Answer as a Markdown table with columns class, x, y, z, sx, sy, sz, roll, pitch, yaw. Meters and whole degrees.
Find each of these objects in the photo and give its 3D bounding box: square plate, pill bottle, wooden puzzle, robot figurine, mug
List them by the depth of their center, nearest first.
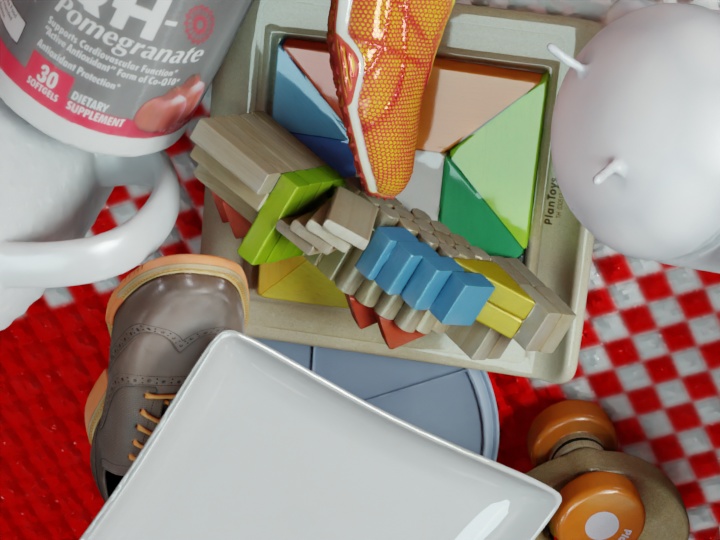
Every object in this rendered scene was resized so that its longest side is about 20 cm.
| class | x | y | z | sx | sy | sz | roll | pitch | yaw |
| --- | --- | --- | --- | --- | --- | --- | --- | --- | --- |
| robot figurine | 0.165 | -0.055 | 1.088 | 0.200 | 0.170 | 0.113 | 8 | 131 | -38 |
| pill bottle | -0.093 | -0.159 | 1.128 | 0.111 | 0.111 | 0.200 | 29 | 124 | -3 |
| mug | -0.186 | -0.034 | 1.192 | 0.200 | 0.175 | 0.148 | 4 | 122 | 13 |
| wooden puzzle | 0.017 | -0.041 | 1.195 | 0.200 | 0.037 | 0.185 | 10 | 111 | 11 |
| square plate | -0.035 | 0.139 | 1.216 | 0.200 | 0.028 | 0.198 | 27 | 112 | -19 |

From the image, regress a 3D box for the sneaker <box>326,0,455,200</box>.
| class | x | y | z | sx | sy | sz | roll | pitch | yaw |
| --- | --- | --- | --- | --- | --- | --- | --- | --- | --- |
| sneaker | 0.022 | -0.128 | 1.116 | 0.077 | 0.073 | 0.200 | 0 | 108 | -5 |

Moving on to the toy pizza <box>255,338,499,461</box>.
| class | x | y | z | sx | sy | sz | roll | pitch | yaw |
| --- | --- | --- | --- | --- | --- | --- | --- | --- | --- |
| toy pizza | -0.023 | 0.071 | 1.298 | 0.200 | 0.032 | 0.201 | 7 | 119 | 12 |

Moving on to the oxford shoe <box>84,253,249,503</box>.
| class | x | y | z | sx | sy | sz | roll | pitch | yaw |
| --- | --- | --- | --- | --- | --- | --- | --- | --- | --- |
| oxford shoe | -0.094 | 0.062 | 1.214 | 0.071 | 0.073 | 0.200 | 3 | 147 | -12 |

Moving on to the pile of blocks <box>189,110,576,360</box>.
| class | x | y | z | sx | sy | sz | roll | pitch | yaw |
| --- | --- | --- | --- | --- | --- | --- | --- | --- | --- |
| pile of blocks | 0.000 | 0.000 | 1.153 | 0.200 | 0.082 | 0.062 | 30 | 112 | -2 |

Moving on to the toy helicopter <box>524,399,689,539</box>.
| class | x | y | z | sx | sy | sz | roll | pitch | yaw |
| --- | --- | --- | --- | --- | --- | --- | --- | --- | --- |
| toy helicopter | 0.084 | 0.170 | 1.284 | 0.200 | 0.079 | 0.132 | -33 | 123 | 12 |

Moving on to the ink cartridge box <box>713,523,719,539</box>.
| class | x | y | z | sx | sy | sz | roll | pitch | yaw |
| --- | --- | --- | --- | --- | --- | --- | --- | --- | --- |
| ink cartridge box | 0.237 | 0.112 | 1.153 | 0.116 | 0.067 | 0.200 | 19 | 103 | 0 |
